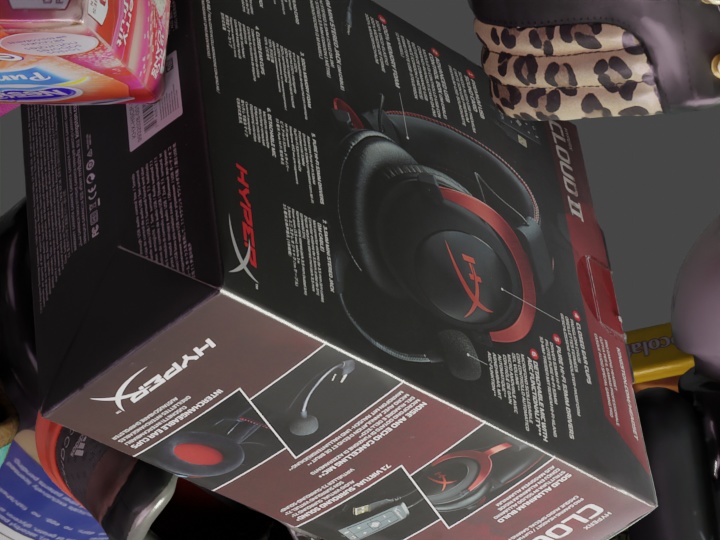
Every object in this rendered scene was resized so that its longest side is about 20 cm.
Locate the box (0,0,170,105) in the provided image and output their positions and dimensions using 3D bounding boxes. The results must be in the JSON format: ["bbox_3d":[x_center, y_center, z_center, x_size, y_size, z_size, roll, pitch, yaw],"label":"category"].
[{"bbox_3d":[-0.099,-0.148,0.714,0.095,0.201,0.100,1,173,8],"label":"box"}]

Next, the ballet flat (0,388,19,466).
[{"bbox_3d":[-0.170,-0.011,0.850,0.072,0.068,0.200,-39,83,31],"label":"ballet flat"}]

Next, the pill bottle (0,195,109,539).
[{"bbox_3d":[-0.132,0.060,0.956,0.112,0.112,0.200,35,133,-24],"label":"pill bottle"}]

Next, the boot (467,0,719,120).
[{"bbox_3d":[0.100,-0.126,0.771,0.199,0.073,0.151,-9,111,22],"label":"boot"}]

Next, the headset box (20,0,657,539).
[{"bbox_3d":[0.000,0.000,0.817,0.075,0.149,0.200,-34,137,31],"label":"headset box"}]

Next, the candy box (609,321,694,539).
[{"bbox_3d":[0.090,0.067,1.005,0.199,0.026,0.102,-12,134,6],"label":"candy box"}]

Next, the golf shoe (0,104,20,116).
[{"bbox_3d":[-0.090,-0.102,0.843,0.075,0.092,0.200,31,130,-16],"label":"golf shoe"}]

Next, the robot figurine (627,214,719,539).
[{"bbox_3d":[0.166,0.066,0.873,0.124,0.150,0.201,-7,96,32],"label":"robot figurine"}]

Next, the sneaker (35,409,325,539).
[{"bbox_3d":[-0.010,0.092,0.858,0.200,0.082,0.077,22,111,-31],"label":"sneaker"}]
